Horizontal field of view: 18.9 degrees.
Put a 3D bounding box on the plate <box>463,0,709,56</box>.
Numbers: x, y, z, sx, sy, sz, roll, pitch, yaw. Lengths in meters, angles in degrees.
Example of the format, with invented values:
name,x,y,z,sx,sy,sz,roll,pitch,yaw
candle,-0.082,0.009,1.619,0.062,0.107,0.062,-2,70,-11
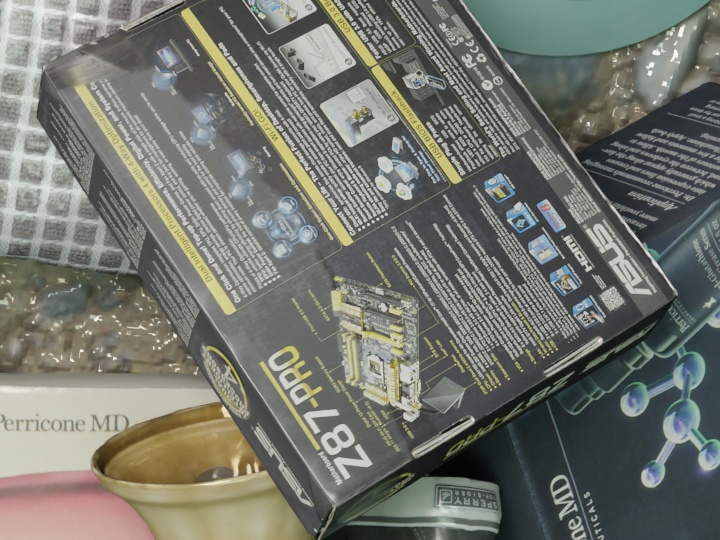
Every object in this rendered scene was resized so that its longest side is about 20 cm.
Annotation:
name,x,y,z,sx,sy,sz,roll,pitch,yaw
plate,0.094,-0.184,0.918,0.199,0.026,0.201,-3,113,-8

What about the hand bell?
name,x,y,z,sx,sy,sz,roll,pitch,yaw
hand bell,-0.040,0.161,0.862,0.104,0.104,0.201,-9,104,-5

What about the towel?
name,x,y,z,sx,sy,sz,roll,pitch,yaw
towel,-0.127,-0.100,0.883,0.165,0.086,0.201,7,110,-13

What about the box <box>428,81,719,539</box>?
name,x,y,z,sx,sy,sz,roll,pitch,yaw
box,0.123,0.032,0.932,0.200,0.107,0.149,-29,115,-19

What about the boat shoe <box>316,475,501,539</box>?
name,x,y,z,sx,sy,sz,roll,pitch,yaw
boat shoe,0.000,0.121,0.932,0.068,0.200,0.057,6,80,-21

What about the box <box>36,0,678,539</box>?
name,x,y,z,sx,sy,sz,roll,pitch,yaw
box,-0.003,-0.025,0.814,0.161,0.049,0.200,-30,76,-23

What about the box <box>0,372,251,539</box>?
name,x,y,z,sx,sy,sz,roll,pitch,yaw
box,-0.108,0.146,0.935,0.127,0.109,0.201,0,89,-9
